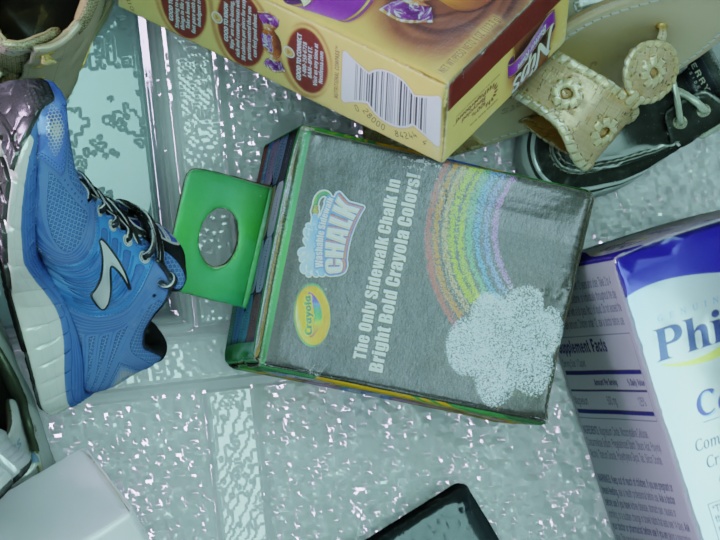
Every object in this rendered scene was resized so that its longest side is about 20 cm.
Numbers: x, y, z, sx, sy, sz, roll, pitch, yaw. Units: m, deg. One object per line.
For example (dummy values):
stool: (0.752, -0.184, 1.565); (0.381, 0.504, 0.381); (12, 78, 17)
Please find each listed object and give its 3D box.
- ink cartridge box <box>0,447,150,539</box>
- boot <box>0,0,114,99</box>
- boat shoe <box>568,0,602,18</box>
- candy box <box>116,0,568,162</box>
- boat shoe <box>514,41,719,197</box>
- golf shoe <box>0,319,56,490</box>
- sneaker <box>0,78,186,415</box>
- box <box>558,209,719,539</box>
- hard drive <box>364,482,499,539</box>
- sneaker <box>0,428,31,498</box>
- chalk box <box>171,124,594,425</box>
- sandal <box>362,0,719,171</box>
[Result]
ink cartridge box: (-0.145, 0.214, 1.454); (0.144, 0.084, 0.201); (-30, 118, -10)
boot: (-0.181, -0.092, 1.458); (0.073, 0.155, 0.200); (32, 81, -2)
boat shoe: (0.086, -0.142, 1.559); (0.199, 0.075, 0.069); (-1, 89, 0)
candy box: (-0.010, -0.142, 1.466); (0.199, 0.057, 0.117); (25, 48, 23)
boat shoe: (0.171, -0.104, 1.574); (0.200, 0.064, 0.071); (-33, 93, -10)
golf shoe: (-0.184, 0.103, 1.482); (0.078, 0.097, 0.201); (-24, 93, -12)
sneaker: (-0.134, -0.019, 1.431); (0.089, 0.200, 0.079); (-17, 48, -9)
box: (0.182, 0.074, 1.507); (0.104, 0.184, 0.201); (-18, 91, -10)
hard drive: (0.045, 0.232, 1.550); (0.139, 0.033, 0.201); (-31, 93, -10)
sneaker: (-0.245, 0.086, 1.430); (0.090, 0.200, 0.078); (54, 45, -18)
chalk box: (0.000, 0.000, 1.509); (0.199, 0.124, 0.125); (13, 86, -9)
sandal: (0.100, -0.077, 1.512); (0.211, 0.078, 0.070); (-18, 58, 21)
